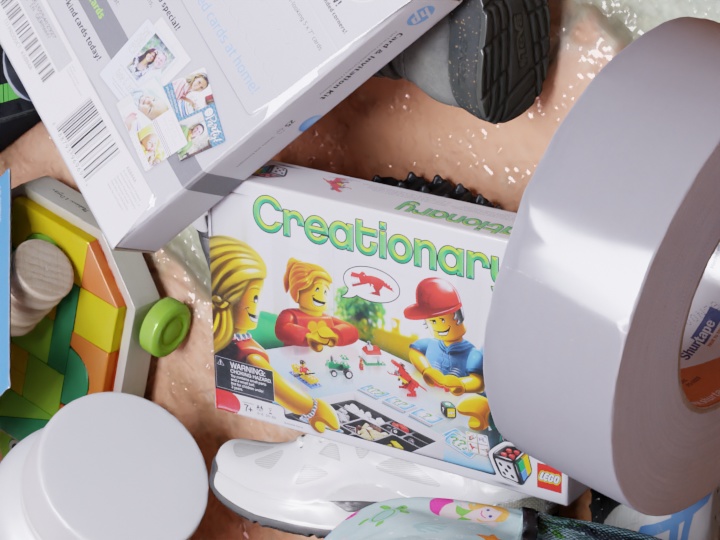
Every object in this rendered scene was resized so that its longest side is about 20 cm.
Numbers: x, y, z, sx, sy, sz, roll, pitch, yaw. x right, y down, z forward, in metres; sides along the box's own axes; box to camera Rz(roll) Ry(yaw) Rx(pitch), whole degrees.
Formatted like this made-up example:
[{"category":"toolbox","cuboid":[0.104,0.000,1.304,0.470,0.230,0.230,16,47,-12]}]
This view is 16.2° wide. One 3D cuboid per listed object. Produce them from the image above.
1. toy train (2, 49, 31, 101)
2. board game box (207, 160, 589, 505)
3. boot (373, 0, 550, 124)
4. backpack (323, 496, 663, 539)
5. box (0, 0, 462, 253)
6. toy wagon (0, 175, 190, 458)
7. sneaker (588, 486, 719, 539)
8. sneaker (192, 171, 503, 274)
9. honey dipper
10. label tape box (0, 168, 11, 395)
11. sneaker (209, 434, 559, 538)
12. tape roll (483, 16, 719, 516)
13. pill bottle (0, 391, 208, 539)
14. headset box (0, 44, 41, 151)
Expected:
[{"category":"toy train","cuboid":[-0.124,-0.142,1.305,0.199,0.085,0.115,-8,109,40]},{"category":"board game box","cuboid":[0.019,0.025,1.191,0.199,0.035,0.127,13,117,30]},{"category":"boot","cuboid":[0.028,-0.173,1.183,0.130,0.068,0.201,23,117,38]},{"category":"backpack","cuboid":[0.054,0.196,1.113,0.199,0.151,0.179,15,106,10]},{"category":"box","cuboid":[-0.071,-0.129,1.182,0.200,0.041,0.156,-39,71,23]},{"category":"toy wagon","cuboid":[-0.174,0.051,1.432,0.155,0.039,0.201,29,121,29]},{"category":"sneaker","cuboid":[0.146,0.135,1.197,0.072,0.072,0.201,-143,60,-66]},{"category":"sneaker","cuboid":[0.000,0.000,1.263,0.199,0.066,0.091,8,119,34]},{"category":"honey dipper","cuboid":[-0.222,0.045,1.425,0.200,0.038,0.038,-41,78,44]},{"category":"label tape box","cuboid":[-0.260,0.046,1.389,0.200,0.063,0.145,-46,40,43]},{"category":"sneaker","cuboid":[0.015,0.077,1.280,0.199,0.076,0.116,7,101,29]},{"category":"tape roll","cuboid":[0.135,-0.001,1.061,0.066,0.200,0.201,25,119,31]},{"category":"pill bottle","cuboid":[-0.160,0.152,1.380,0.114,0.113,0.200,53,143,12]},{"category":"headset box","cuboid":[-0.280,-0.129,1.368,0.093,0.174,0.201,-31,84,40]}]
